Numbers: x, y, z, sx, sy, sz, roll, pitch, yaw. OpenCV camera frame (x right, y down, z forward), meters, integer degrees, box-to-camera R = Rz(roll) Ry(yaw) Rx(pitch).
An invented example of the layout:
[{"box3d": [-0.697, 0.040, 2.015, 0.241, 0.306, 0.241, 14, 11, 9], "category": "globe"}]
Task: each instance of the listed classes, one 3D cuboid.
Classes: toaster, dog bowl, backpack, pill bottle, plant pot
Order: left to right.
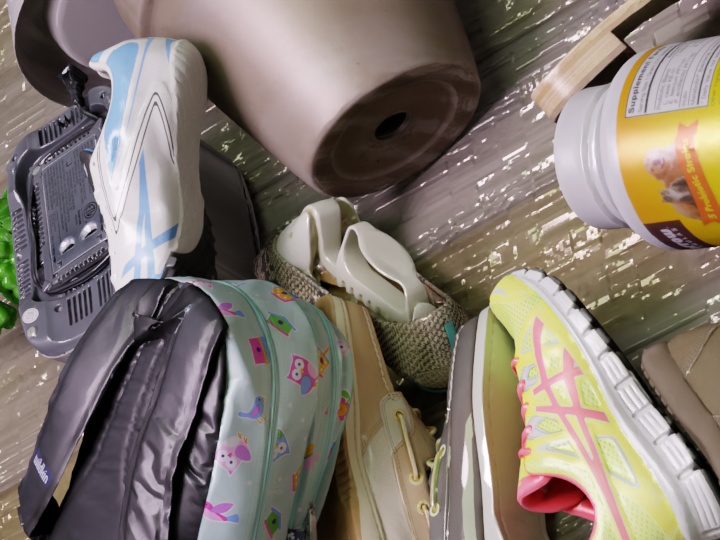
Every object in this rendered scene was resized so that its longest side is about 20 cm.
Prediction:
[{"box3d": [-0.136, -0.019, 1.808, 0.114, 0.129, 0.200, -33, 50, 26], "category": "toaster"}, {"box3d": [-0.130, -0.187, 1.830, 0.200, 0.200, 0.059, -42, 56, 20], "category": "dog bowl"}, {"box3d": [-0.089, 0.100, 1.603, 0.167, 0.126, 0.200, 24, 102, 44], "category": "backpack"}, {"box3d": [-0.021, -0.145, 1.740, 0.200, 0.200, 0.174, -43, 61, 18], "category": "plant pot"}, {"box3d": [0.201, -0.068, 1.524, 0.200, 0.109, 0.109, -7, 64, 42], "category": "pill bottle"}]

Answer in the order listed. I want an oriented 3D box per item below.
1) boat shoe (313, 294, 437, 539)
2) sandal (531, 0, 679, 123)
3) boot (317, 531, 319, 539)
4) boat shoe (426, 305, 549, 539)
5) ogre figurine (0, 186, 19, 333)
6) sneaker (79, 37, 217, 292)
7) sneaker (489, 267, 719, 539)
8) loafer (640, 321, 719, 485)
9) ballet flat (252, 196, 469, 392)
[{"box3d": [0.011, 0.110, 1.633, 0.074, 0.069, 0.200, 135, 131, -58], "category": "boat shoe"}, {"box3d": [0.161, -0.177, 1.609, 0.212, 0.078, 0.070, -43, 80, 3], "category": "sandal"}, {"box3d": [-0.076, 0.153, 1.700, 0.182, 0.073, 0.200, -8, 69, 26], "category": "boot"}, {"box3d": [0.065, 0.115, 1.584, 0.060, 0.072, 0.202, -20, 58, 31], "category": "boat shoe"}, {"box3d": [-0.218, -0.019, 1.908, 0.120, 0.098, 0.200, -18, 48, 49], "category": "ogre figurine"}, {"box3d": [-0.124, -0.034, 1.687, 0.072, 0.072, 0.200, -4, 79, 20], "category": "sneaker"}, {"box3d": [0.109, 0.080, 1.535, 0.090, 0.078, 0.200, -37, 50, 4], "category": "sneaker"}, {"box3d": [0.209, 0.090, 1.453, 0.067, 0.076, 0.200, -41, 51, 8], "category": "loafer"}, {"box3d": [0.000, 0.000, 1.705, 0.068, 0.075, 0.200, -30, 37, -22], "category": "ballet flat"}]
